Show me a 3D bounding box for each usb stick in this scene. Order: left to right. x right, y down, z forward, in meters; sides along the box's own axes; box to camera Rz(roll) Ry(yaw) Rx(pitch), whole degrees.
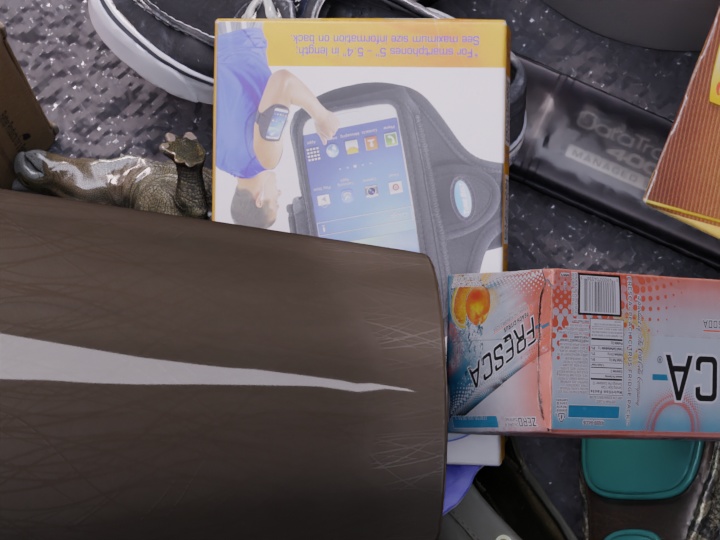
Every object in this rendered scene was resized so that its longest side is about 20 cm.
[{"bbox_3d":[0.120,-0.045,1.276,0.199,0.033,0.056,24,74,6],"label":"usb stick"}]

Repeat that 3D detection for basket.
[{"bbox_3d":[-0.072,0.052,1.072,0.199,0.136,0.182,0,108,-6],"label":"basket"}]

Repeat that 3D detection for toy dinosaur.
[{"bbox_3d":[-0.058,0.001,1.238,0.200,0.102,0.077,47,45,13],"label":"toy dinosaur"}]

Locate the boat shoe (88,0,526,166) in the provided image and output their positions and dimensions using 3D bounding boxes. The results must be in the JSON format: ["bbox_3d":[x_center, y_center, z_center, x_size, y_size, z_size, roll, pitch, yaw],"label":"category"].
[{"bbox_3d":[-0.023,-0.100,1.213,0.199,0.068,0.072,25,60,12],"label":"boat shoe"}]

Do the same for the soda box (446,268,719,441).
[{"bbox_3d":[0.129,0.036,1.146,0.199,0.068,0.064,4,85,-35],"label":"soda box"}]

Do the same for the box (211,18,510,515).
[{"bbox_3d":[0.000,0.000,1.157,0.118,0.041,0.201,0,88,5],"label":"box"}]

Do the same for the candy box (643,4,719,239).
[{"bbox_3d":[0.225,-0.041,1.136,0.199,0.056,0.117,26,114,15],"label":"candy box"}]

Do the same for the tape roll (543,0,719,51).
[{"bbox_3d":[0.145,-0.209,1.250,0.201,0.139,0.204,0,80,1],"label":"tape roll"}]

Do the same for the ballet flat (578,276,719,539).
[{"bbox_3d":[0.128,0.107,1.229,0.067,0.075,0.201,0,78,32],"label":"ballet flat"}]

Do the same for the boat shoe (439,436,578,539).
[{"bbox_3d":[0.041,0.082,1.214,0.060,0.072,0.202,-41,61,22],"label":"boat shoe"}]

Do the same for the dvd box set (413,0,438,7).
[{"bbox_3d":[-0.046,-0.183,1.284,0.146,0.029,0.201,-35,80,15],"label":"dvd box set"}]

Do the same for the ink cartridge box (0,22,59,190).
[{"bbox_3d":[-0.214,-0.038,1.198,0.075,0.200,0.165,39,82,7],"label":"ink cartridge box"}]
